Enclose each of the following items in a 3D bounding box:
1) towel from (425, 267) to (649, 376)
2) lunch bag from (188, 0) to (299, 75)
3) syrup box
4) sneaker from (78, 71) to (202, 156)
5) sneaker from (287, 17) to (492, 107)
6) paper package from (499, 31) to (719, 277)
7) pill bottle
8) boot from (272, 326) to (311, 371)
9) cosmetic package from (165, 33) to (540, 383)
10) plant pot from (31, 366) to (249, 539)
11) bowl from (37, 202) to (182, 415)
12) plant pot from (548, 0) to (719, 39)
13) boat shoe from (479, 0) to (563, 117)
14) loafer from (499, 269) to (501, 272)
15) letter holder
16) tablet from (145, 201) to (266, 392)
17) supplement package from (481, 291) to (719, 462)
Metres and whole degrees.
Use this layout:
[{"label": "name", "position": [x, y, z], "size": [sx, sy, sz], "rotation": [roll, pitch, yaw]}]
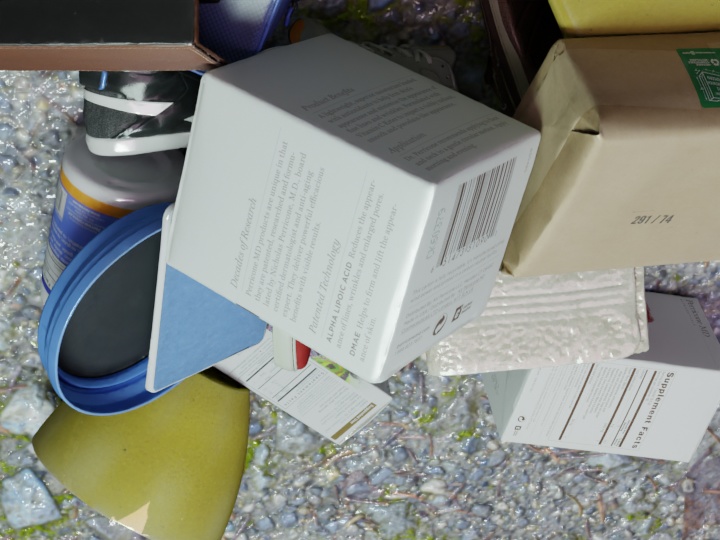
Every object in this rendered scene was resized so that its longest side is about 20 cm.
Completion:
[{"label": "towel", "position": [0.153, 0.020, 1.339], "size": [0.200, 0.034, 0.133], "rotation": [-4, 97, 0]}, {"label": "lunch bag", "position": [-0.128, -0.244, 1.142], "size": [0.200, 0.132, 0.136], "rotation": [23, 120, -9]}, {"label": "syrup box", "position": [-0.068, 0.073, 1.426], "size": [0.200, 0.079, 0.081], "rotation": [35, 114, -29]}, {"label": "sneaker", "position": [-0.130, -0.161, 1.245], "size": [0.200, 0.073, 0.112], "rotation": [-10, 114, -14]}, {"label": "sneaker", "position": [0.027, -0.168, 1.274], "size": [0.200, 0.076, 0.092], "rotation": [31, 109, -36]}, {"label": "paper package", "position": [0.217, -0.088, 1.166], "size": [0.200, 0.104, 0.191], "rotation": [-4, 149, -21]}, {"label": "pill bottle", "position": [-0.216, -0.013, 1.316], "size": [0.112, 0.112, 0.200], "rotation": [7, 125, -15]}, {"label": "boot", "position": [0.000, 0.000, 1.304], "size": [0.144, 0.072, 0.200], "rotation": [9, 107, -6]}, {"label": "cosmetic package", "position": [-0.007, -0.053, 1.120], "size": [0.200, 0.165, 0.165], "rotation": [29, 121, 24]}, {"label": "plant pot", "position": [-0.182, 0.144, 1.409], "size": [0.200, 0.200, 0.142], "rotation": [28, 98, -26]}, {"label": "bowl", "position": [-0.181, 0.030, 1.261], "size": [0.201, 0.039, 0.201], "rotation": [-34, 147, -26]}, {"label": "plant pot", "position": [0.221, -0.254, 1.165], "size": [0.194, 0.196, 0.200], "rotation": [-21, 138, 6]}, {"label": "boat shoe", "position": [0.129, -0.170, 1.266], "size": [0.075, 0.075, 0.202], "rotation": [-10, 107, 42]}, {"label": "loafer", "position": [0.115, -0.028, 1.259], "size": [0.200, 0.070, 0.075], "rotation": [-13, 162, -24]}, {"label": "letter holder", "position": [-0.198, -0.194, 1.055], "size": [0.200, 0.142, 0.101], "rotation": [1, 89, 5]}, {"label": "tablet", "position": [-0.120, 0.007, 1.263], "size": [0.130, 0.014, 0.200], "rotation": [-25, 140, -37]}, {"label": "supplement package", "position": [0.234, 0.094, 1.465], "size": [0.200, 0.121, 0.120], "rotation": [8, 125, -15]}]
